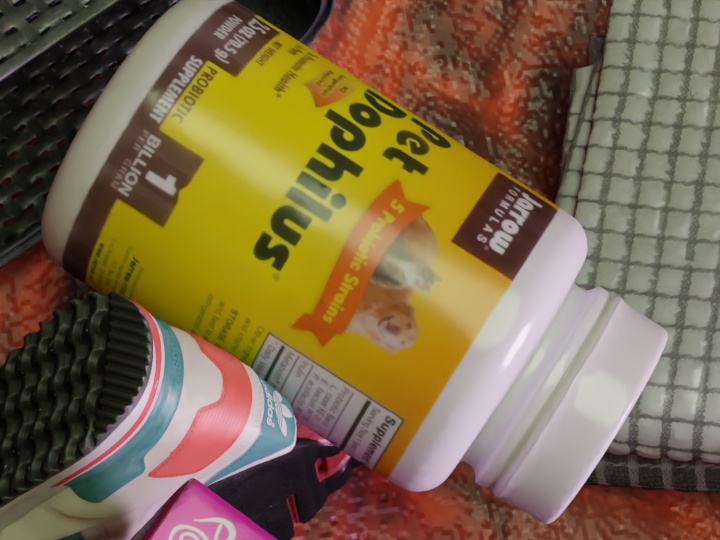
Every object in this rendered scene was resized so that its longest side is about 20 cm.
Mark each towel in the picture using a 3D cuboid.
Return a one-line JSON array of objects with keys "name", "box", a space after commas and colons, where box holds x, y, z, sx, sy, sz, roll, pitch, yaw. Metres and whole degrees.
[{"name": "towel", "box": [0.158, -0.010, 0.951, 0.165, 0.086, 0.201, 3, 65, 15]}]

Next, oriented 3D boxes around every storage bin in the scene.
[{"name": "storage bin", "box": [-0.107, -0.099, 0.888, 0.200, 0.135, 0.094, -36, 73, -23]}]

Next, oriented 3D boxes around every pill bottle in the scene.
[{"name": "pill bottle", "box": [0.000, 0.000, 0.834, 0.200, 0.109, 0.109, 32, 67, 3]}]

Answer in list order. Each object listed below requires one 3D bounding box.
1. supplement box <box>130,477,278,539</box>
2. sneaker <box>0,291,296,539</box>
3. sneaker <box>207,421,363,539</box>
[{"name": "supplement box", "box": [-0.063, 0.155, 0.795, 0.101, 0.200, 0.103, 37, 67, -3]}, {"name": "sneaker", "box": [-0.105, 0.076, 0.830, 0.093, 0.200, 0.071, 23, 50, -37]}, {"name": "sneaker", "box": [-0.032, 0.043, 0.922, 0.200, 0.074, 0.087, -31, 60, -19]}]
